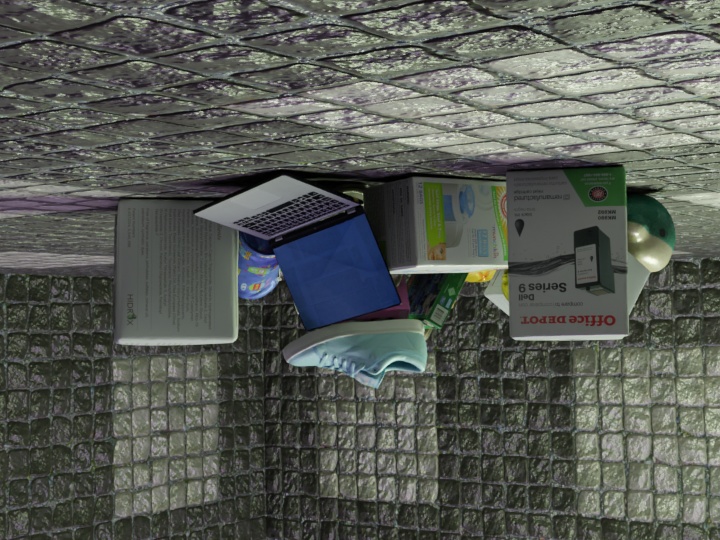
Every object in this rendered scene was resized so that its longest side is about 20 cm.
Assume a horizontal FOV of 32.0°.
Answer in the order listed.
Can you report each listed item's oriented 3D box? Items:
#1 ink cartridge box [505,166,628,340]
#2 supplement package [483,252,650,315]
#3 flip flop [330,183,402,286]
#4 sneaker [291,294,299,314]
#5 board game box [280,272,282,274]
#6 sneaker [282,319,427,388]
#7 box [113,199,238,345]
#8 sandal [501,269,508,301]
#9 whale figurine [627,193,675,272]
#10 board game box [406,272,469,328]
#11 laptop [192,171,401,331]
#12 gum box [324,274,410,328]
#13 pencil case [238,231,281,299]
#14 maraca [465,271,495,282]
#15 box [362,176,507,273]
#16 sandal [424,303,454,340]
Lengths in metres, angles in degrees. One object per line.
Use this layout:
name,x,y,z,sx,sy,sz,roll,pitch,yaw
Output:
ink cartridge box,0.251,-0.017,1.514,0.144,0.203,0.084,-2,176,11
supplement package,0.287,0.018,1.764,0.109,0.115,0.199,38,163,-22
flip flop,0.004,-0.035,1.629,0.080,0.201,0.058,-26,-140,4
sneaker,-0.031,-0.005,1.852,0.199,0.091,0.078,-19,165,-47
board game box,-0.097,-0.027,1.938,0.125,0.035,0.200,-3,146,46
sneaker,-0.003,0.117,1.673,0.197,0.083,0.074,-8,158,-10
box,-0.268,0.006,1.799,0.169,0.203,0.199,1,176,-12
sandal,0.233,-0.037,1.695,0.079,0.201,0.087,19,128,-21
whale figurine,0.354,-0.074,1.771,0.198,0.105,0.159,26,169,-16
board game box,0.119,-0.011,1.774,0.029,0.202,0.134,32,166,-17
laptop,-0.080,-0.018,1.554,0.198,0.118,0.186,19,155,-39
gum box,0.000,0.000,1.762,0.112,0.202,0.066,-1,145,-9
pencil case,-0.149,-0.022,1.850,0.086,0.079,0.200,10,157,-7
maraca,0.166,-0.037,2.082,0.197,0.109,0.137,4,-173,6
box,0.111,-0.055,1.595,0.198,0.114,0.101,0,175,-38
sandal,0.113,0.045,1.866,0.081,0.201,0.055,-10,130,38
